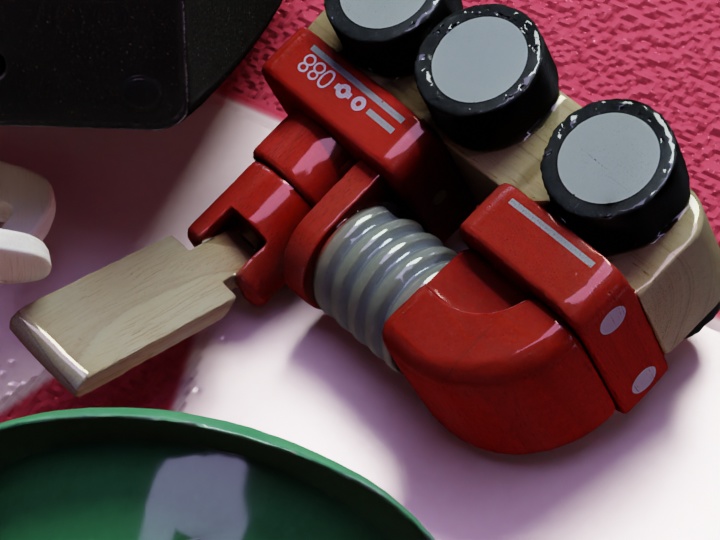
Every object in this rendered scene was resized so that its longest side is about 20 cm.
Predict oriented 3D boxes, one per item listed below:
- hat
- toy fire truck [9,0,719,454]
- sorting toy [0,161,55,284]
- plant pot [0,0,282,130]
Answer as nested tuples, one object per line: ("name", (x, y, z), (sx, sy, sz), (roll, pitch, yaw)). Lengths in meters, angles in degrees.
("hat", (-0.080, 0.155, 0.659), (0.199, 0.166, 0.177), (-11, 42, 30))
("toy fire truck", (0.000, 0.000, 0.825), (0.200, 0.129, 0.176), (-45, 58, -7))
("sorting toy", (-0.193, -0.019, 0.809), (0.179, 0.107, 0.200), (2, 12, -6))
("plant pot", (-0.117, -0.154, 0.823), (0.199, 0.200, 0.178), (2, 40, 0))
